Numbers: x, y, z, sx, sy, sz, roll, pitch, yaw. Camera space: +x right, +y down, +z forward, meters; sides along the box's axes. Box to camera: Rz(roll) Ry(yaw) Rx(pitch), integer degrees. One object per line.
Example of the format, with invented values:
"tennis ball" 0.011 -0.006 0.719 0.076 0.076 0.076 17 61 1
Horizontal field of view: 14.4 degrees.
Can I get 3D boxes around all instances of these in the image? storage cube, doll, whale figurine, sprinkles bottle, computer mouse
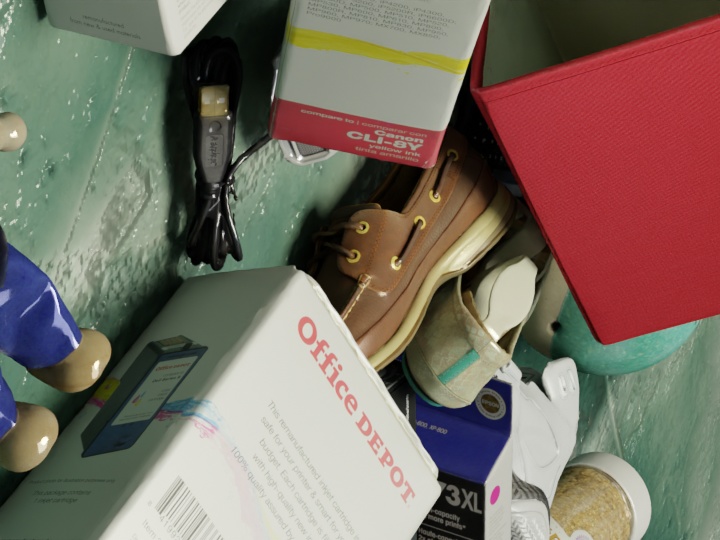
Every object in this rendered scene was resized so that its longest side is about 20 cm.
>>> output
"storage cube" 0.173 -0.098 1.489 0.172 0.199 0.180 -83 150 -50
"doll" -0.168 -0.004 1.123 0.137 0.048 0.200 -57 144 -15
"whale figurine" 0.174 -0.020 1.701 0.200 0.103 0.160 -48 159 -40
"sprinkles bottle" 0.108 0.175 1.755 0.200 0.068 0.069 -30 131 -54
"computer mouse" -0.024 -0.089 1.372 0.200 0.044 0.110 -37 132 -43

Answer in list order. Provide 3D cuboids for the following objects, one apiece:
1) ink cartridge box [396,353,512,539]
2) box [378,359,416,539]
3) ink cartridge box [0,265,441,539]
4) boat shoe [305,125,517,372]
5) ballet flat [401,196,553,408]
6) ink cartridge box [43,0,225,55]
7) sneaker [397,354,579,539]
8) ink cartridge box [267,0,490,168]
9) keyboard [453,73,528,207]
"ink cartridge box" 0.035 0.138 1.557 0.037 0.094 0.201 -39 138 -48
"box" -0.032 0.161 1.482 0.160 0.043 0.201 -37 137 -44
"ink cartridge box" -0.067 0.116 1.298 0.200 0.087 0.146 -52 123 -34
"boat shoe" 0.001 0.000 1.452 0.200 0.072 0.068 -47 114 -33
"ballet flat" 0.075 0.005 1.515 0.067 0.062 0.200 44 32 -14
"ink cartridge box" -0.088 -0.203 1.143 0.116 0.067 0.201 -53 148 -38
"sneaker" 0.068 0.071 1.614 0.115 0.075 0.201 -66 145 -45
"ink cartridge box" 0.019 -0.151 1.230 0.200 0.083 0.146 107 -4 -70
"keyboard" 0.112 -0.082 1.644 0.200 0.039 0.105 4 102 -65
